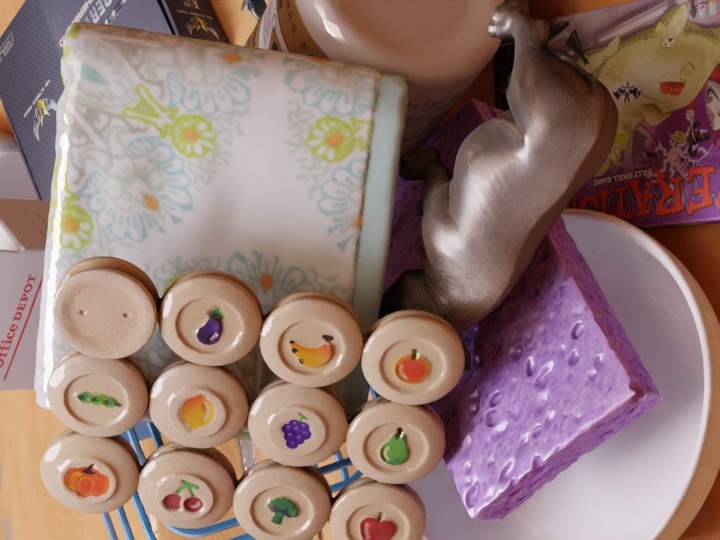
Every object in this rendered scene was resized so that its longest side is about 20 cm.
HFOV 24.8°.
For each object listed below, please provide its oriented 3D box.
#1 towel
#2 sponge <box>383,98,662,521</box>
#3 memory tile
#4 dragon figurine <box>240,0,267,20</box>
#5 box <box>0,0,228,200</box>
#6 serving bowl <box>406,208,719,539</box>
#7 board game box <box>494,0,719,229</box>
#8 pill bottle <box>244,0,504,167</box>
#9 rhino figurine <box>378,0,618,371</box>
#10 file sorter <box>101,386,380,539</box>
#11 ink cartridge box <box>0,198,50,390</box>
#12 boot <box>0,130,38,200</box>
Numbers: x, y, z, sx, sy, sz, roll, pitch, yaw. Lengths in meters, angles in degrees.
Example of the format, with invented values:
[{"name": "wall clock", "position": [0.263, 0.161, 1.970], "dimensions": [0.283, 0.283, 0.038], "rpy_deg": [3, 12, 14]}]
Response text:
[{"name": "towel", "position": [-0.071, -0.013, 0.817], "dimensions": [0.048, 0.171, 0.200], "rpy_deg": [-88, 7, -75]}, {"name": "sponge", "position": [0.065, 0.018, 0.845], "dimensions": [0.112, 0.030, 0.200], "rpy_deg": [-43, 51, 25]}, {"name": "memory tile", "position": [-0.055, 0.072, 0.806], "dimensions": [0.017, 0.199, 0.154], "rpy_deg": [-86, 7, -60]}, {"name": "dragon figurine", "position": [-0.074, -0.189, 1.013], "dimensions": [0.200, 0.059, 0.100], "rpy_deg": [-87, 21, -60]}, {"name": "box", "position": [-0.190, -0.157, 1.202], "dimensions": [0.200, 0.051, 0.158], "rpy_deg": [-45, 59, 36]}, {"name": "serving bowl", "position": [0.111, 0.072, 0.850], "dimensions": [0.200, 0.066, 0.201], "rpy_deg": [-15, 68, 41]}, {"name": "board game box", "position": [0.151, -0.081, 0.854], "dimensions": [0.200, 0.032, 0.120], "rpy_deg": [-5, 89, 47]}, {"name": "pill bottle", "position": [-0.011, -0.104, 0.910], "dimensions": [0.200, 0.114, 0.115], "rpy_deg": [-50, 53, 56]}, {"name": "rhino figurine", "position": [0.057, -0.025, 0.804], "dimensions": [0.200, 0.060, 0.087], "rpy_deg": [-60, 41, 22]}, {"name": "file sorter", "position": [-0.080, 0.101, 0.966], "dimensions": [0.123, 0.138, 0.200], "rpy_deg": [67, 156, 19]}, {"name": "ink cartridge box", "position": [-0.209, 0.016, 1.108], "dimensions": [0.067, 0.200, 0.117], "rpy_deg": [44, 119, 38]}, {"name": "boot", "position": [-0.321, -0.022, 1.333], "dimensions": [0.096, 0.073, 0.200], "rpy_deg": [34, 104, 49]}]
